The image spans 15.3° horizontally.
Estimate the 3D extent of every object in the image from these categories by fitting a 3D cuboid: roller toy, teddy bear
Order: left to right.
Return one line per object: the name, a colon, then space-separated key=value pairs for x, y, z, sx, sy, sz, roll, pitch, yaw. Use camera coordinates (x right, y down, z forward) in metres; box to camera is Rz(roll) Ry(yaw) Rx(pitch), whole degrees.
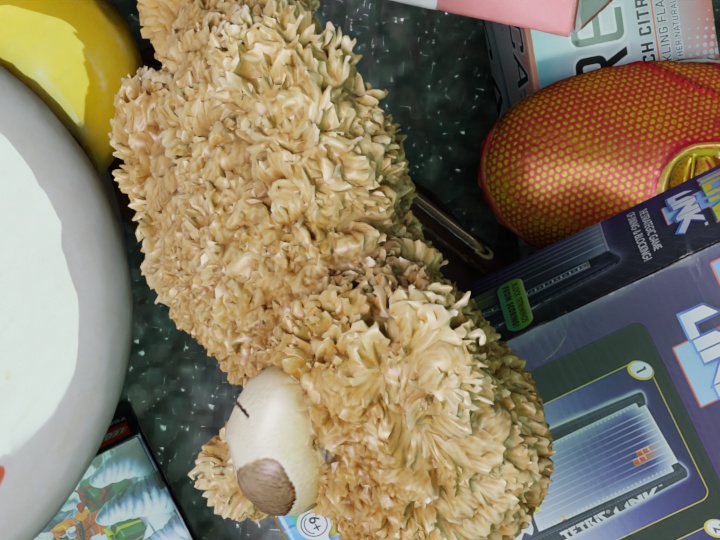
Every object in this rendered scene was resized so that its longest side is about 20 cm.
roller toy: x=-0.157 y=0.006 z=0.790 sx=0.199 sy=0.140 sz=0.184 roll=-7 pitch=104 yaw=-6
teddy bear: x=-0.024 y=-0.003 z=0.675 sx=0.066 sy=0.201 sz=0.145 roll=-4 pitch=150 yaw=-29

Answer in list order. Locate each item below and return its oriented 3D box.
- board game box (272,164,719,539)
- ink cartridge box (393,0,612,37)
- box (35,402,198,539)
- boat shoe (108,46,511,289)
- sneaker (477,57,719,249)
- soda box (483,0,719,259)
board game box: x=0.081 y=0.091 z=0.776 sx=0.165 sy=0.057 sz=0.201 roll=-25 pitch=109 yaw=6
ink cartridge box: x=-0.014 y=-0.131 z=0.760 sx=0.199 sy=0.116 sz=0.068 roll=13 pitch=114 yaw=16
box: x=-0.094 y=0.163 z=0.898 sx=0.136 sy=0.040 sz=0.201 roll=-26 pitch=107 yaw=-3
boat shoe: x=0.000 y=0.000 z=0.848 sx=0.200 sy=0.070 sz=0.070 roll=45 pitch=49 yaw=7
sneaker: x=0.135 y=-0.024 z=0.796 sx=0.199 sy=0.077 sz=0.073 roll=7 pitch=92 yaw=0
soda box: x=0.073 y=-0.090 z=0.854 sx=0.063 sy=0.068 sz=0.201 roll=-11 pitch=105 yaw=-8
